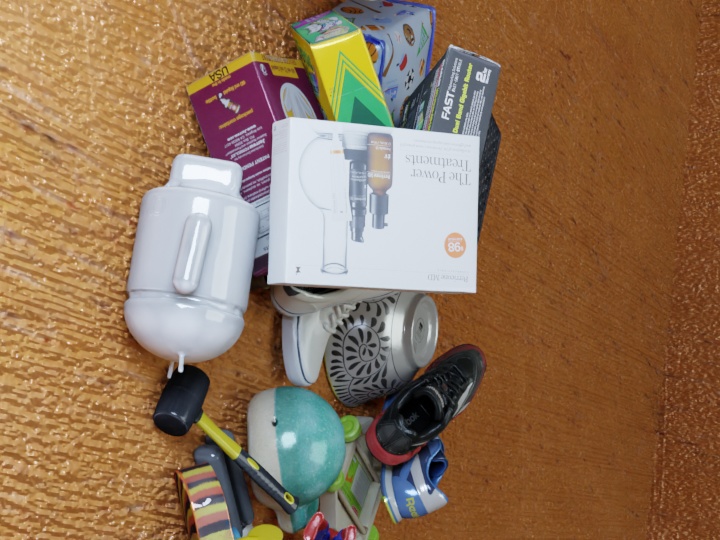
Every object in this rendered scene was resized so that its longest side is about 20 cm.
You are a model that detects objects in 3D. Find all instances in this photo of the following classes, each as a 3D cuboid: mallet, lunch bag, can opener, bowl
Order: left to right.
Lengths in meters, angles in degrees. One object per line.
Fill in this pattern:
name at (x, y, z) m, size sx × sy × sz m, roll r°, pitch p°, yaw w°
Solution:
mallet at (-0.125, 0.169, 1.509) m, size 0.200 × 0.041 × 0.066 m, roll 42°, pitch 47°, yaw -34°
can opener at (-0.118, 0.258, 1.575) m, size 0.053 × 0.066 × 0.202 m, roll -53°, pitch 140°, yaw -51°
lunch bag at (0.008, -0.196, 1.737) m, size 0.170 × 0.123 × 0.202 m, roll -40°, pitch 142°, yaw -58°
bowl at (0.038, 0.071, 1.864) m, size 0.200 × 0.093 × 0.203 m, roll 3°, pitch 90°, yaw -65°

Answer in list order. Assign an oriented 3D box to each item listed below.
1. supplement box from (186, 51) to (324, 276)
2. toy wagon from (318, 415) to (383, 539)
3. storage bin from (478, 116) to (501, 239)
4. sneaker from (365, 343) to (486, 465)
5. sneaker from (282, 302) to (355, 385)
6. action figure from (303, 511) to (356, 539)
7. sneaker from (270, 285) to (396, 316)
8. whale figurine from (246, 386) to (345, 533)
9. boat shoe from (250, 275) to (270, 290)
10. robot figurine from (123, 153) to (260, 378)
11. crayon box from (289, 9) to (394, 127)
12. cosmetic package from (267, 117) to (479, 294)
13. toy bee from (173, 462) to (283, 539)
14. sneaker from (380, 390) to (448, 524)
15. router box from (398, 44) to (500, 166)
supplement box at (-0.081, -0.104, 1.496) m, size 0.110 × 0.085 × 0.202 m, roll -7°, pitch 75°, yaw -64°
toy wagon at (-0.014, 0.278, 1.844) m, size 0.156 × 0.039 × 0.201 m, roll 63°, pitch 38°, yaw -47°
storage bin at (0.086, -0.125, 1.887) m, size 0.094 × 0.134 × 0.202 m, roll 56°, pitch 42°, yaw -53°
sneaker at (0.093, 0.153, 1.835) m, size 0.200 × 0.071 × 0.098 m, roll -40°, pitch 175°, yaw -30°
sneaker at (-0.037, 0.031, 1.699) m, size 0.073 × 0.070 × 0.202 m, roll 37°, pitch 60°, yaw -61°
action figure at (-0.045, 0.324, 1.671) m, size 0.200 × 0.065 × 0.100 m, roll 91°, pitch 22°, yaw -78°
sneaker at (0.000, 0.000, 1.640) m, size 0.199 × 0.071 × 0.074 m, roll -23°, pitch 84°, yaw -20°
whale figurine at (-0.061, 0.207, 1.638) m, size 0.201 × 0.103 × 0.160 m, roll 75°, pitch 7°, yaw -56°
boat shoe at (-0.084, -0.031, 1.601) m, size 0.203 × 0.074 × 0.075 m, roll -52°, pitch 139°, yaw -51°
robot figurine at (-0.156, -0.002, 1.400) m, size 0.170 × 0.112 × 0.202 m, roll 106°, pitch -8°, yaw -79°
crayon box at (-0.012, -0.167, 1.544) m, size 0.200 × 0.058 × 0.174 m, roll -122°, pitch -169°, yaw -73°
cosmetic package at (0.014, -0.057, 1.419) m, size 0.198 × 0.052 × 0.153 m, roll 3°, pitch 88°, yaw -25°
toy bee at (-0.130, 0.292, 1.480) m, size 0.130 × 0.109 × 0.201 m, roll -35°, pitch 109°, yaw -14°
sneaker at (0.071, 0.221, 1.899) m, size 0.074 × 0.081 × 0.202 m, roll 59°, pitch 25°, yaw -51°
router box at (0.076, -0.111, 1.581) m, size 0.150 × 0.062 × 0.202 m, roll 134°, pitch -29°, yaw -66°
